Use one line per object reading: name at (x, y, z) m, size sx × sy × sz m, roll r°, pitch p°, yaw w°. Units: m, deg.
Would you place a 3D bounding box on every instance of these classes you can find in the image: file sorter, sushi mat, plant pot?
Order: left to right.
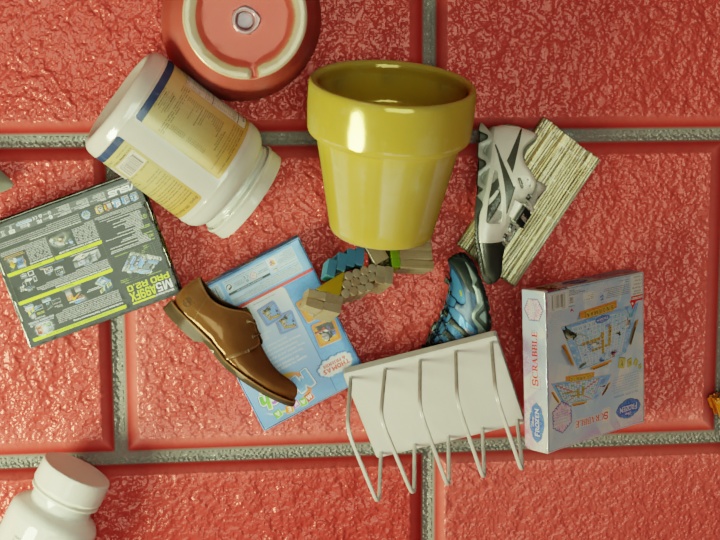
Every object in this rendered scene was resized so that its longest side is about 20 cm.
plant pot at (-0.137, -0.294, 1.580) m, size 0.198 × 0.177 × 0.202 m, roll -1°, pitch 99°, yaw -7°
plant pot at (0.033, -0.136, 1.625) m, size 0.199 × 0.201 × 0.190 m, roll 0°, pitch 114°, yaw -7°
file sorter at (0.090, 0.185, 1.659) m, size 0.198 × 0.125 × 0.140 m, roll -15°, pitch 119°, yaw 12°
sushi mat at (0.215, -0.086, 1.733) m, size 0.095 × 0.012 × 0.201 m, roll 33°, pitch 93°, yaw -11°

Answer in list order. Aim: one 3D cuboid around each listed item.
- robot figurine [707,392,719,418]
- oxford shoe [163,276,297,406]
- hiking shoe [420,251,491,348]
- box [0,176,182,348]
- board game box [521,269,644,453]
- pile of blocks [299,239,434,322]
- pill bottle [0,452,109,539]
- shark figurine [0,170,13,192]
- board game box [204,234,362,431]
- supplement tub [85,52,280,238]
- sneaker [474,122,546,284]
robot figurine at (0.568, 0.179, 1.789) m, size 0.198 × 0.058 × 0.146 m, roll -18°, pitch 100°, yaw -3°
oxford shoe at (-0.144, 0.088, 1.653) m, size 0.200 × 0.071 × 0.071 m, roll 43°, pitch 91°, yaw -8°
hiking shoe at (0.119, 0.079, 1.714) m, size 0.086 × 0.074 × 0.202 m, roll -7°, pitch 99°, yaw -6°
box at (-0.339, -0.014, 1.664) m, size 0.199 × 0.044 × 0.161 m, roll -21°, pitch 100°, yaw -3°
board game box at (0.283, 0.110, 1.702) m, size 0.199 × 0.041 × 0.201 m, roll -9°, pitch 100°, yaw -41°
pile of blocks at (0.000, 0.000, 1.687) m, size 0.199 × 0.062 × 0.083 m, roll -25°, pitch 84°, yaw -25°
pill bottle at (-0.392, 0.334, 1.671) m, size 0.114 × 0.114 × 0.201 m, roll 26°, pitch 94°, yaw -9°
shark figurine at (-0.536, -0.072, 1.612) m, size 0.214 × 0.089 × 0.128 m, roll -45°, pitch 99°, yaw -1°
board game box at (-0.101, 0.079, 1.708) m, size 0.150 × 0.037 × 0.201 m, roll -27°, pitch 99°, yaw -2°
supplement tub at (-0.208, -0.144, 1.604) m, size 0.199 × 0.144 × 0.145 m, roll 37°, pitch 93°, yaw -18°
sneaker at (0.186, -0.082, 1.682) m, size 0.088 × 0.074 × 0.202 m, roll 3°, pitch 90°, yaw 9°
